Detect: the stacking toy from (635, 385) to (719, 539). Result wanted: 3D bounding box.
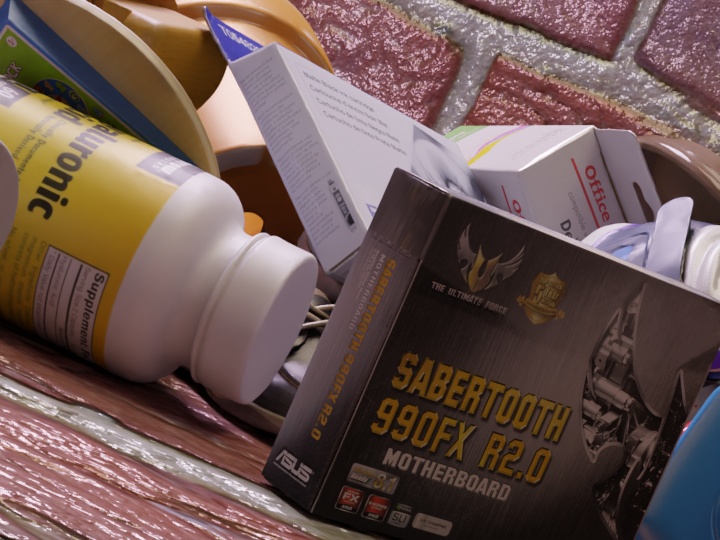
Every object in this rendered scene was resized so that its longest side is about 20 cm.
[{"bbox_3d":[0.172,0.124,1.404,0.116,0.110,0.200,38,-11,-18],"label":"stacking toy"}]

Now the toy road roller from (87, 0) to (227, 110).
[{"bbox_3d":[-0.166,-0.107,1.496,0.146,0.201,0.123,25,11,30],"label":"toy road roller"}]

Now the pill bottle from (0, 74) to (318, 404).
[{"bbox_3d":[-0.127,-0.012,1.274,0.199,0.112,0.111,26,6,12],"label":"pill bottle"}]

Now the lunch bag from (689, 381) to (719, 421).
[{"bbox_3d":[0.169,0.087,1.555,0.160,0.076,0.200,25,-15,-26],"label":"lunch bag"}]

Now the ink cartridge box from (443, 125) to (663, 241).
[{"bbox_3d":[0.110,-0.026,1.598,0.067,0.118,0.200,-29,16,-25],"label":"ink cartridge box"}]

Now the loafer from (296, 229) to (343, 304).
[{"bbox_3d":[0.000,0.000,1.521,0.072,0.063,0.200,46,19,5],"label":"loafer"}]

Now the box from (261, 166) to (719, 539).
[{"bbox_3d":[0.069,0.057,1.210,0.199,0.159,0.048,21,6,-38],"label":"box"}]

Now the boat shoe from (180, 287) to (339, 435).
[{"bbox_3d":[-0.044,0.039,1.336,0.074,0.074,0.200,19,7,-41],"label":"boat shoe"}]

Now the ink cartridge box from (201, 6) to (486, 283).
[{"bbox_3d":[0.010,-0.059,1.484,0.199,0.041,0.200,24,33,-54],"label":"ink cartridge box"}]

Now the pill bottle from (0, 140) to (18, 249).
[{"bbox_3d":[-0.255,-0.062,1.194,0.200,0.113,0.112,28,7,35],"label":"pill bottle"}]

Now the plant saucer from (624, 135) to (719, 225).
[{"bbox_3d":[0.224,-0.001,1.546,0.200,0.029,0.200,53,-13,17],"label":"plant saucer"}]

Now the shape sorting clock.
[{"bbox_3d":[-0.158,-0.065,1.359,0.199,0.201,0.039,25,45,12],"label":"shape sorting clock"}]

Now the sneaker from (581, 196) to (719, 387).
[{"bbox_3d":[0.144,0.045,1.398,0.146,0.200,0.081,8,-45,52],"label":"sneaker"}]

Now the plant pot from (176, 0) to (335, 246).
[{"bbox_3d":[-0.095,-0.065,1.632,0.200,0.201,0.183,21,22,-27],"label":"plant pot"}]
